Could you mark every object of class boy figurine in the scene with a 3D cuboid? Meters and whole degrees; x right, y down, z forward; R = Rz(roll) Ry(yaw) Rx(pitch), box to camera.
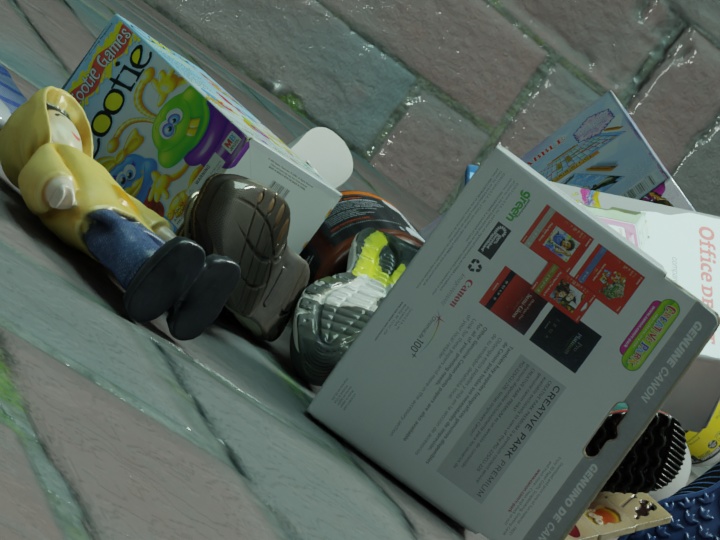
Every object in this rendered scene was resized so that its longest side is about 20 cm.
[{"bbox_3d":[-0.149,-0.037,1.432,0.124,0.065,0.200,28,14,-47],"label":"boy figurine"}]

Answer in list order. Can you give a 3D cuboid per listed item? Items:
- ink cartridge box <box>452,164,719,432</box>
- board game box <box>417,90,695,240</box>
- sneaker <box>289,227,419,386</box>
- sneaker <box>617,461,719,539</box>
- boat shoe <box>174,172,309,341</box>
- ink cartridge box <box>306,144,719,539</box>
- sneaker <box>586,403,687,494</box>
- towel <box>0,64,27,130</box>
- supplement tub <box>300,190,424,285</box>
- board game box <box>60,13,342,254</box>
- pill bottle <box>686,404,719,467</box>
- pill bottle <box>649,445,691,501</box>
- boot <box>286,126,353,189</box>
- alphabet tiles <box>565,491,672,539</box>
[{"bbox_3d":[0.158,0.019,1.697,0.199,0.085,0.145,12,47,-8],"label":"ink cartridge box"},{"bbox_3d":[0.148,-0.036,1.889,0.041,0.200,0.200,50,9,-23],"label":"board game box"},{"bbox_3d":[0.000,0.044,1.646,0.074,0.085,0.200,22,26,10],"label":"sneaker"},{"bbox_3d":[0.244,0.172,1.649,0.070,0.200,0.078,49,-16,18],"label":"sneaker"},{"bbox_3d":[-0.087,-0.011,1.531,0.073,0.075,0.200,24,-17,15],"label":"boat shoe"},{"bbox_3d":[0.095,0.054,1.493,0.175,0.200,0.084,37,5,1],"label":"ink cartridge box"},{"bbox_3d":[0.110,0.101,1.599,0.198,0.071,0.093,7,11,-10],"label":"sneaker"},{"bbox_3d":[-0.301,-0.155,1.658,0.200,0.024,0.147,34,7,-33],"label":"towel"},{"bbox_3d":[0.000,0.000,1.835,0.107,0.107,0.200,35,6,-17],"label":"supplement tub"},{"bbox_3d":[-0.124,-0.078,1.713,0.105,0.103,0.200,31,8,-45],"label":"board game box"},{"bbox_3d":[0.353,0.143,2.856,0.200,0.112,0.111,34,6,-32],"label":"pill bottle"},{"bbox_3d":[0.188,0.102,1.914,0.114,0.114,0.200,43,-12,47],"label":"pill bottle"},{"bbox_3d":[-0.085,-0.051,1.970,0.073,0.090,0.200,57,34,2],"label":"boot"},{"bbox_3d":[0.110,0.119,1.626,0.166,0.008,0.200,-8,36,-37],"label":"alphabet tiles"}]
